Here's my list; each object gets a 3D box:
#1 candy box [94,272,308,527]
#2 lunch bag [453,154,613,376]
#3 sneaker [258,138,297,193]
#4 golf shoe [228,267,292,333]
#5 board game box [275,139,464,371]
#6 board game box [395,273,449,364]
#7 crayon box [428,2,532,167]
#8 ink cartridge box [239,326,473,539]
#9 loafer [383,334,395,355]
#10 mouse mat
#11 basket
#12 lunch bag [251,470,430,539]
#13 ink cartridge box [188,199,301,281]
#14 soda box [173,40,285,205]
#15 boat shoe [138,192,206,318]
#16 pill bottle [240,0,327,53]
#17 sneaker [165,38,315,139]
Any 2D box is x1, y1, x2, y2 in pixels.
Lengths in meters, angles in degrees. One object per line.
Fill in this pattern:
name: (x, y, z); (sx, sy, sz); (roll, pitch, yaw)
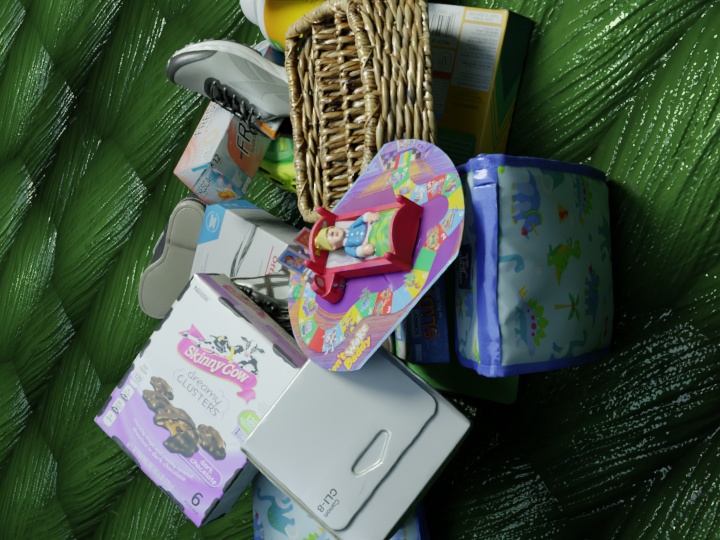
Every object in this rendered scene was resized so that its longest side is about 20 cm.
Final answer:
candy box: (-0.156, 0.131, 0.954); (0.167, 0.071, 0.201); (39, 101, 16)
lunch bag: (0.139, -0.004, 0.772); (0.126, 0.199, 0.173); (-3, 89, 25)
sneaker: (-0.071, -0.140, 1.079); (0.199, 0.074, 0.084); (19, 74, 45)
golf shoe: (-0.087, 0.032, 1.026); (0.197, 0.095, 0.079); (10, 128, 17)
board game box: (-0.004, -0.020, 0.727); (0.201, 0.039, 0.159); (-50, 40, 17)
board game box: (0.054, 0.019, 0.884); (0.034, 0.200, 0.138); (-3, 86, -2)
crayon box: (0.092, -0.165, 0.930); (0.125, 0.051, 0.203); (20, 103, 40)
ink cartridge box: (0.007, 0.151, 0.826); (0.144, 0.200, 0.146); (38, 86, 12)
loafer: (-0.041, 0.112, 1.037); (0.199, 0.070, 0.074); (-28, 68, 41)
mouse mat: (0.092, 0.050, 0.964); (0.198, 0.007, 0.164); (7, 95, 42)
basket: (-0.003, -0.149, 0.848); (0.147, 0.143, 0.203); (-3, 91, 3)
lunch bag: (-0.016, 0.233, 0.984); (0.198, 0.127, 0.173); (-10, 84, 38)
ink cartridge box: (-0.117, -0.001, 1.113); (0.199, 0.066, 0.117); (28, 109, 38)
soda box: (-0.141, -0.175, 1.064); (0.068, 0.064, 0.202); (-9, 50, 39)
boat shoe: (-0.251, -0.021, 1.255); (0.063, 0.072, 0.201); (-84, 18, -58)
pill bottle: (-0.046, -0.286, 1.013); (0.199, 0.110, 0.112); (34, 113, 37)
sneaker: (-0.117, -0.190, 0.986); (0.074, 0.197, 0.080); (115, 171, -65)
